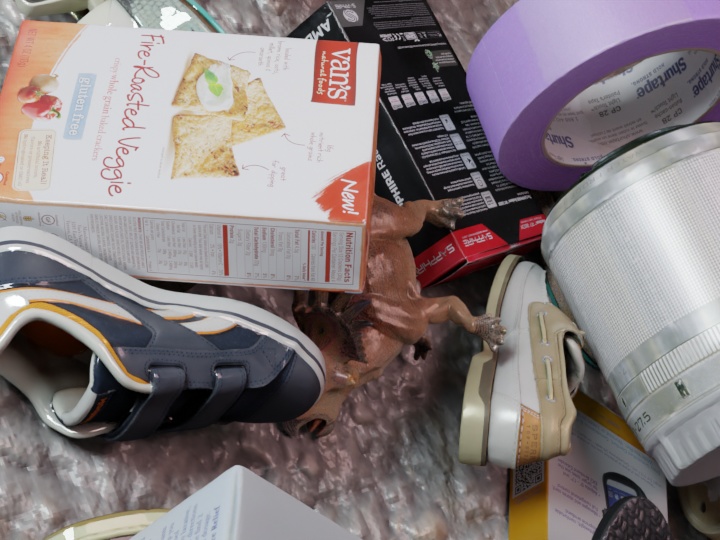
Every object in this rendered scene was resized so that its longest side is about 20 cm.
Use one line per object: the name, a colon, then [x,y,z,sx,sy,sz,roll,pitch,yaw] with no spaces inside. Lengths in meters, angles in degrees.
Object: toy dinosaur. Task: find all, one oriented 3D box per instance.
toy dinosaur: [0.000,0.000,1.001,0.135,0.086,0.202,16,45,-32]

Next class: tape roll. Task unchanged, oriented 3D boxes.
tape roll: [0.174,-0.134,1.117,0.199,0.200,0.066,6,56,-46]

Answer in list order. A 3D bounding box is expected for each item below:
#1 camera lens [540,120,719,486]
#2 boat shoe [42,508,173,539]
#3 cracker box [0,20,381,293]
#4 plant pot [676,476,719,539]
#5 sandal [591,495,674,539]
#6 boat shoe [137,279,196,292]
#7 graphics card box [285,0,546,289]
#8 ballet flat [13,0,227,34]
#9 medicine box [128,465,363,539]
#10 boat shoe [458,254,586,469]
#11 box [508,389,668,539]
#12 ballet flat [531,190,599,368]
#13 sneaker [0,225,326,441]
camera lens: [0.221,0.017,1.079,0.159,0.160,0.201,-2,60,-49]
boat shoe: [-0.070,0.164,0.799,0.200,0.072,0.067,20,43,-44]
cracker box: [-0.090,-0.062,0.870,0.197,0.058,0.135,4,49,0]
plant pot: [0.334,0.152,1.196,0.198,0.188,0.189,11,53,-24]
sandal: [0.150,0.230,0.973,0.074,0.045,0.202,-10,101,-33]
boat shoe: [-0.095,-0.056,0.956,0.067,0.072,0.201,22,45,11]
graphics card box: [0.042,-0.091,1.141,0.125,0.051,0.201,-17,77,-53]
ballet flat: [-0.156,-0.156,0.944,0.200,0.069,0.071,44,57,13]
medicine box: [-0.047,0.200,0.686,0.181,0.200,0.104,34,39,-26]
boat shoe: [0.108,0.059,1.050,0.068,0.075,0.201,6,33,9]
box: [0.147,0.176,1.063,0.119,0.041,0.201,34,44,-27]
ballet flat: [0.159,-0.029,1.210,0.068,0.067,0.202,-1,64,-51]
sneaker: [-0.108,0.052,0.839,0.198,0.079,0.080,21,42,-23]
